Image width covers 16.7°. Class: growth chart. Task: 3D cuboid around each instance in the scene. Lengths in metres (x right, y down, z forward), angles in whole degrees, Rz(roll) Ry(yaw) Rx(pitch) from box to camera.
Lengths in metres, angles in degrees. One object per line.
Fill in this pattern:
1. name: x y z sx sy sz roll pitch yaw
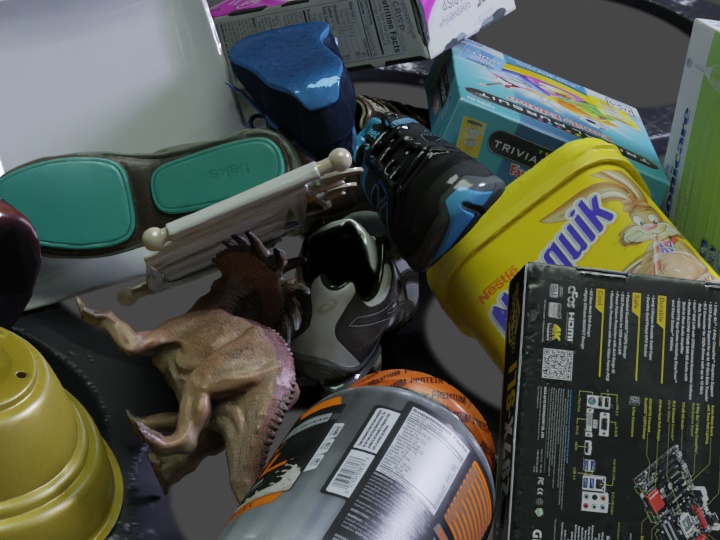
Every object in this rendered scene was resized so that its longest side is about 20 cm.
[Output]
1. growth chart: -0.072 -0.024 1.449 0.145 0.200 0.018 -23 83 -12

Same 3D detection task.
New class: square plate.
1. square plate: -0.167 -0.087 1.567 0.200 0.028 0.198 -15 85 -30

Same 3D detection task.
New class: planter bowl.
1. planter bowl: -0.225 0.082 1.334 0.200 0.084 0.200 7 32 -4

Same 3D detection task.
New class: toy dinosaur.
1. toy dinosaur: -0.070 0.051 1.375 0.135 0.086 0.200 -25 45 -8

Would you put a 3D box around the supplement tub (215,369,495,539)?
1. supplement tub: -0.003 0.141 1.268 0.122 0.123 0.200 18 32 12

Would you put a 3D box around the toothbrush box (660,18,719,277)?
1. toothbrush box: 0.264 -0.065 1.538 0.086 0.146 0.200 6 15 -15

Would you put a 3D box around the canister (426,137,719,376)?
1. canister: 0.147 0.030 1.475 0.148 0.087 0.200 -38 45 2

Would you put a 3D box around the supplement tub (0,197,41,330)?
1. supplement tub: -0.293 -0.033 1.475 0.200 0.107 0.107 32 38 32

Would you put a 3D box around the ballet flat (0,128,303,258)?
1. ballet flat: -0.131 -0.042 1.511 0.200 0.067 0.064 -9 -11 4

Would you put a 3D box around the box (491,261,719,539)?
1. box: 0.156 0.102 1.332 0.159 0.049 0.200 6 75 -8

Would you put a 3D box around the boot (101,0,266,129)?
1. boot: -0.129 -0.141 1.661 0.200 0.138 0.077 -3 32 -24

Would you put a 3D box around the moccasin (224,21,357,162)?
1. moccasin: -0.044 -0.110 1.562 0.080 0.068 0.200 -16 19 1

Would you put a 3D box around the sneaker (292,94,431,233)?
1. sneaker: 0.015 -0.086 1.675 0.070 0.076 0.200 30 38 29

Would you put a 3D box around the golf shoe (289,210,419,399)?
1. golf shoe: 0.000 0.000 1.520 0.078 0.095 0.200 10 30 2

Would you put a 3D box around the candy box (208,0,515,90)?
1. candy box: -0.010 -0.182 1.745 0.200 0.061 0.136 -6 17 32

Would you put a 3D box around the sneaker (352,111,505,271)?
1. sneaker: 0.030 -0.052 1.484 0.082 0.073 0.200 47 -4 -8

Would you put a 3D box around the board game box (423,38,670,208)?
1. board game box: 0.124 -0.095 1.672 0.151 0.047 0.200 21 16 -7
